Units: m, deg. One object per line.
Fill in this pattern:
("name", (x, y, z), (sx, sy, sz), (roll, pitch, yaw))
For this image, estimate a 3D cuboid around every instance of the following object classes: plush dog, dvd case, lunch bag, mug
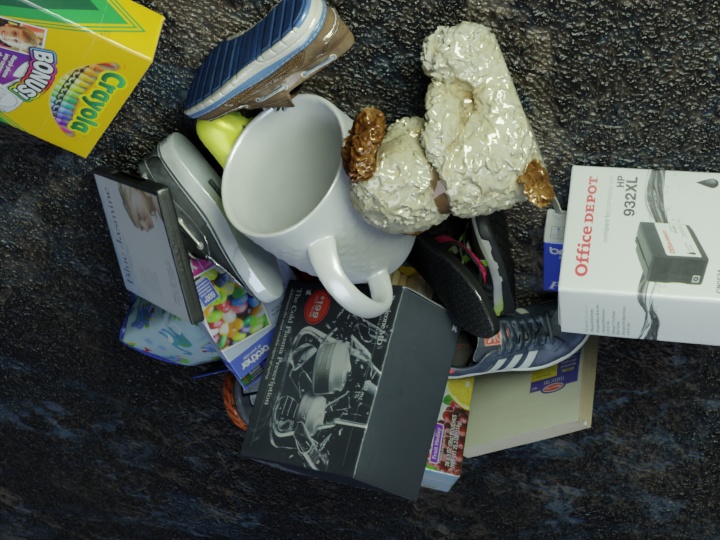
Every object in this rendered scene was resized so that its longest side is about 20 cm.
("plush dog", (0.072, -0.089, 1.150), (0.170, 0.162, 0.200), (-21, 144, 10))
("dvd case", (-0.225, -0.031, 1.372), (0.199, 0.017, 0.145), (20, 127, 59))
("lunch bag", (-0.162, 0.060, 1.572), (0.198, 0.129, 0.169), (23, 156, -36))
("mug", (-0.021, -0.044, 1.262), (0.147, 0.202, 0.175), (-31, 143, 20))

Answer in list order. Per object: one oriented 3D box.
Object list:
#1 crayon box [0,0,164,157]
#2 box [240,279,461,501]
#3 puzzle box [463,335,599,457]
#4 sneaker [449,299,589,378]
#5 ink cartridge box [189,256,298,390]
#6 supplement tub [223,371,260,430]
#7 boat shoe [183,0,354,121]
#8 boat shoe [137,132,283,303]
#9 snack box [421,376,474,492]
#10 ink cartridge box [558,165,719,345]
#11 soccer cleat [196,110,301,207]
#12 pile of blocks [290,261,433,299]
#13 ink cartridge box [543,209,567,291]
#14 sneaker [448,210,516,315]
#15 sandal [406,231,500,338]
("crayon box", (-0.300, -0.204, 1.231), (0.171, 0.059, 0.200), (24, 148, -20))
("box", (-0.010, 0.122, 1.384), (0.181, 0.203, 0.104), (2, 162, 45))
("puzzle box", (0.198, 0.142, 1.562), (0.025, 0.135, 0.199), (31, 146, -31))
("sneaker", (0.162, 0.077, 1.476), (0.197, 0.076, 0.084), (-18, 162, 12))
("ink cartridge box", (-0.127, 0.029, 1.447), (0.042, 0.119, 0.201), (28, 152, 56))
("supplement tub", (-0.076, 0.148, 1.684), (0.198, 0.124, 0.122), (-13, 142, 39))
("boat shoe", (-0.085, -0.177, 1.184), (0.072, 0.073, 0.199), (30, 146, -31))
("boat shoe", (-0.157, -0.043, 1.352), (0.067, 0.072, 0.201), (-35, 94, 21))
("snack box", (0.046, 0.142, 1.549), (0.166, 0.202, 0.068), (15, 151, -4))
("ink cartridge box", (0.292, -0.015, 1.244), (0.197, 0.147, 0.084), (4, 149, 14))
("soccer cleat", (-0.101, -0.087, 1.331), (0.064, 0.085, 0.200), (-6, 145, 30))
("pile of blocks", (0.000, 0.000, 1.464), (0.197, 0.063, 0.082), (4, 150, 13))
("ink cartridge box", (0.289, -0.012, 1.353), (0.197, 0.045, 0.094), (6, 148, 12))
("sneaker", (0.119, -0.003, 1.396), (0.081, 0.073, 0.201), (-3, 148, 10))
("sandal", (0.094, -0.005, 1.345), (0.045, 0.200, 0.076), (-20, 129, -17))
